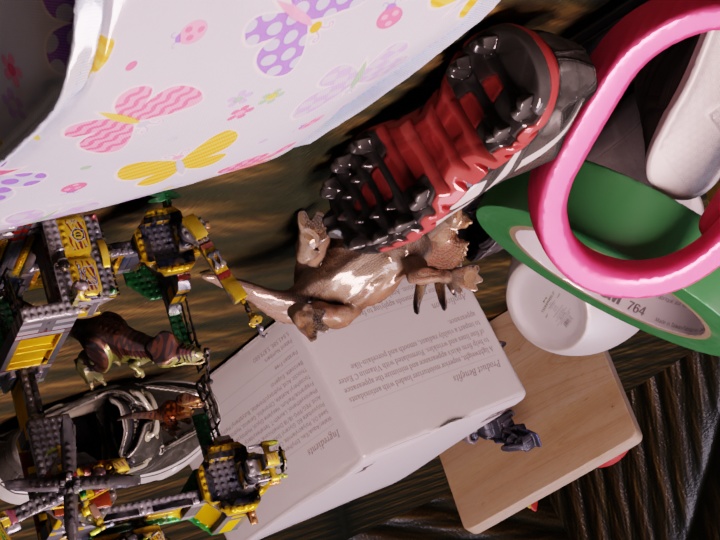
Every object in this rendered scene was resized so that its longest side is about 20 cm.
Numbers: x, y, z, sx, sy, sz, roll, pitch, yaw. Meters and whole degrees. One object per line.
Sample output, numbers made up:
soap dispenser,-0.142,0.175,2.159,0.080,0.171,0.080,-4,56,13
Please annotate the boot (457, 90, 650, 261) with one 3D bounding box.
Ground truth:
boot,0.145,-0.059,1.530,0.131,0.070,0.200,-18,162,-21

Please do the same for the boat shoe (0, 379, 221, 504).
boat shoe,-0.172,0.118,1.537,0.199,0.071,0.064,-17,166,-41

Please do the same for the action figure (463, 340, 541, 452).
action figure,0.080,0.121,2.093,0.193,0.105,0.199,-29,-151,-35

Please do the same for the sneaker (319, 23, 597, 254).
sneaker,0.059,-0.072,1.218,0.098,0.071,0.200,-14,161,-46

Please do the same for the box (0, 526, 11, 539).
box,-0.374,0.284,1.673,0.199,0.123,0.193,-29,171,7

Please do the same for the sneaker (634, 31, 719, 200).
sneaker,0.227,-0.149,1.328,0.201,0.070,0.099,-61,-161,24

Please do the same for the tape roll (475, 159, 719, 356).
tape roll,0.173,-0.011,1.411,0.048,0.199,0.200,-60,173,-9

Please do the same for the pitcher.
pitcher,0.216,-0.026,1.781,0.200,0.121,0.172,-32,155,-46

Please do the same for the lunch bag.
lunch bag,-0.058,-0.099,0.653,0.169,0.128,0.200,-18,176,-34

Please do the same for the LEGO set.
LEGO set,-0.114,0.043,1.061,0.153,0.202,0.116,-1,158,-20

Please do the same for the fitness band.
fitness band,0.181,-0.071,1.250,0.143,0.038,0.201,15,120,-23

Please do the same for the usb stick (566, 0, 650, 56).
usb stick,0.139,-0.127,1.267,0.199,0.033,0.055,-33,166,22

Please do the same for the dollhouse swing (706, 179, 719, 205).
dollhouse swing,0.310,-0.091,1.491,0.181,0.177,0.200,-27,169,-3

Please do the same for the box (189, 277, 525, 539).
box,-0.013,0.107,1.731,0.198,0.131,0.200,-17,165,-44

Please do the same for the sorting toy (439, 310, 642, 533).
sorting toy,0.174,0.143,2.166,0.199,0.200,0.070,-31,143,17

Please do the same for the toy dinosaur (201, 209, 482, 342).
toy dinosaur,0.000,0.000,1.400,0.199,0.086,0.136,-21,176,-6
